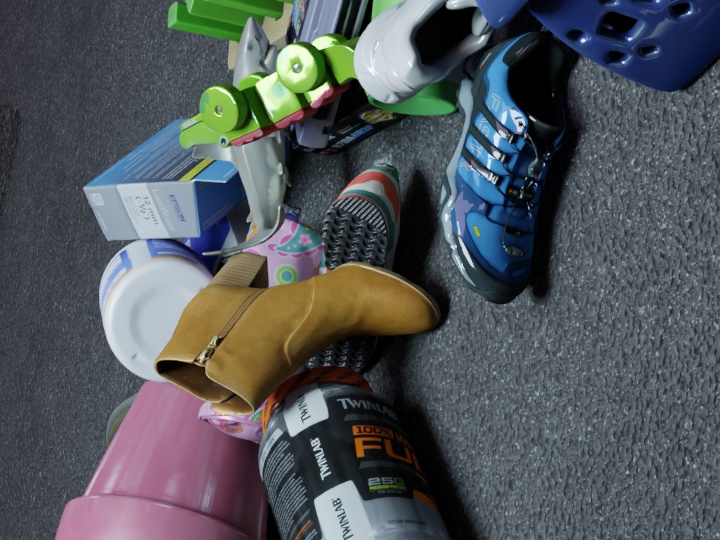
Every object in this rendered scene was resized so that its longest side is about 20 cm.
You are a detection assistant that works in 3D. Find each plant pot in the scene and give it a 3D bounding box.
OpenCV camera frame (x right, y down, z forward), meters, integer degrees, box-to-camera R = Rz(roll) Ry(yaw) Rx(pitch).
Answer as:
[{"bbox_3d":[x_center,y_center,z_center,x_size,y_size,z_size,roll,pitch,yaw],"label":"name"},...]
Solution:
[{"bbox_3d":[0.162,-0.254,1.095,0.200,0.178,0.202,-47,43,47],"label":"plant pot"},{"bbox_3d":[-0.162,0.205,1.602,0.200,0.199,0.181,-31,40,56],"label":"plant pot"}]

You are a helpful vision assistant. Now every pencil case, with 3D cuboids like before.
[{"bbox_3d":[-0.079,0.049,1.545,0.087,0.087,0.202,-18,54,60],"label":"pencil case"}]

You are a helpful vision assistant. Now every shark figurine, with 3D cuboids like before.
[{"bbox_3d":[-0.103,-0.092,1.515,0.128,0.088,0.217,76,-170,-65],"label":"shark figurine"}]

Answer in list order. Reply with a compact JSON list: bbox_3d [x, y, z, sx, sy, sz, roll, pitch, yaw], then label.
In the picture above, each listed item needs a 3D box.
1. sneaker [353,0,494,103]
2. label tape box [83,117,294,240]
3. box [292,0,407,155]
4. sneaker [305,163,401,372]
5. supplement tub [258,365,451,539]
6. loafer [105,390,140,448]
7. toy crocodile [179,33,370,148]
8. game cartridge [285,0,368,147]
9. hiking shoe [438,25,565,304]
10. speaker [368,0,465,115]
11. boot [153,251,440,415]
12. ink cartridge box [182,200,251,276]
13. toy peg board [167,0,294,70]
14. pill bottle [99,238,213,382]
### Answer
[{"bbox_3d":[0.082,-0.208,1.312,0.201,0.078,0.099,-59,26,-10],"label":"sneaker"},{"bbox_3d":[-0.142,-0.090,1.661,0.199,0.143,0.067,2,122,42],"label":"label tape box"},{"bbox_3d":[-0.004,-0.217,1.554,0.159,0.046,0.202,-20,64,61],"label":"box"},{"bbox_3d":[0.000,-0.001,1.478,0.094,0.070,0.201,-58,-15,-49],"label":"sneaker"},{"bbox_3d":[-0.008,0.175,1.359,0.123,0.121,0.201,-63,33,31],"label":"supplement tub"},{"bbox_3d":[-0.206,0.161,1.802,0.200,0.075,0.070,-50,36,45],"label":"loafer"},{"bbox_3d":[-0.062,-0.138,1.401,0.199,0.067,0.062,-24,92,31],"label":"toy crocodile"},{"bbox_3d":[-0.027,-0.221,1.472,0.130,0.038,0.201,-111,31,-51],"label":"game cartridge"},{"bbox_3d":[0.106,-0.079,1.265,0.087,0.074,0.202,-25,60,59],"label":"hiking shoe"},{"bbox_3d":[0.051,-0.230,1.409,0.088,0.088,0.202,-8,75,62],"label":"speaker"},{"bbox_3d":[-0.050,0.059,1.383,0.071,0.199,0.145,81,-153,-43],"label":"boot"},{"bbox_3d":[-0.121,0.005,1.717,0.095,0.044,0.201,-63,31,30],"label":"ink cartridge box"},{"bbox_3d":[-0.112,-0.325,1.744,0.199,0.097,0.202,-18,66,60],"label":"toy peg board"},{"bbox_3d":[-0.187,0.030,1.644,0.200,0.111,0.113,-137,59,-77],"label":"pill bottle"}]
